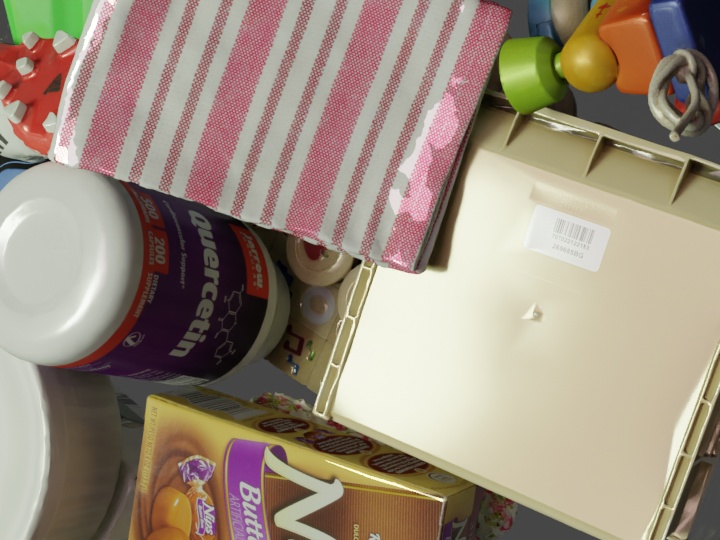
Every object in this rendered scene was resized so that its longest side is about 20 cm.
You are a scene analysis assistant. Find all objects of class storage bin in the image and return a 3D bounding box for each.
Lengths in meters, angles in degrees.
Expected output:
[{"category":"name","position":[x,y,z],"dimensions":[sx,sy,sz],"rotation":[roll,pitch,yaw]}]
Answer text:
[{"category":"storage bin","position":[0.104,0.022,0.735],"dimensions":[0.200,0.094,0.199],"rotation":[22,98,22]}]

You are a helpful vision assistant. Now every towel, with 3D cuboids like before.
[{"category":"towel","position":[-0.039,-0.093,0.682],"dimensions":[0.199,0.030,0.147],"rotation":[18,98,-9]}]

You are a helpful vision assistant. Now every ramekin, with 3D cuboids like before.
[{"category":"ramekin","position":[-0.237,0.107,0.857],"dimensions":[0.202,0.094,0.203],"rotation":[-4,82,30]}]

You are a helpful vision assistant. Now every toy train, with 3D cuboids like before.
[{"category":"toy train","position":[0.115,-0.100,0.652],"dimensions":[0.115,0.200,0.085],"rotation":[-10,116,33]}]

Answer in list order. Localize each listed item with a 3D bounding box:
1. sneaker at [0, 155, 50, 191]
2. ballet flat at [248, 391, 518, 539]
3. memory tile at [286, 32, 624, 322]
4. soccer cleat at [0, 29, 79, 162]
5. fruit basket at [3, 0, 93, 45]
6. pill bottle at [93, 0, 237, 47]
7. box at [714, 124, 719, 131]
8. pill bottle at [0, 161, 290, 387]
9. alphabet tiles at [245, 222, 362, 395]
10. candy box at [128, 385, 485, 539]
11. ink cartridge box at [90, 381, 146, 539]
[{"category":"sneaker","position":[-0.218,-0.089,0.928],"dimensions":[0.200,0.070,0.078],"rotation":[32,110,63]},{"category":"ballet flat","position":[-0.005,0.127,0.830],"dimensions":[0.200,0.064,0.076],"rotation":[11,106,32]},{"category":"memory tile","position":[0.055,-0.036,0.822],"dimensions":[0.153,0.017,0.200],"rotation":[47,106,23]},{"category":"soccer cleat","position":[-0.187,-0.095,0.808],"dimensions":[0.200,0.085,0.069],"rotation":[16,69,41]},{"category":"fruit basket","position":[-0.117,-0.230,0.850],"dimensions":[0.215,0.156,0.216],"rotation":[2,109,6]},{"category":"pill bottle","position":[-0.070,-0.126,0.749],"dimensions":[0.111,0.111,0.200],"rotation":[-38,112,24]},{"category":"box","position":[0.191,-0.171,0.742],"dimensions":[0.200,0.038,0.137],"rotation":[48,111,24]},{"category":"pill bottle","position":[-0.125,0.009,0.819],"dimensions":[0.112,0.200,0.113],"rotation":[-5,79,28]},{"category":"alphabet tiles","position":[0.000,0.000,0.869],"dimensions":[0.200,0.006,0.167],"rotation":[31,102,29]},{"category":"candy box","position":[-0.036,0.147,0.781],"dimensions":[0.200,0.056,0.117],"rotation":[14,100,27]},{"category":"ink cartridge box","position":[-0.219,0.142,0.948],"dimensions":[0.200,0.084,0.146],"rotation":[35,105,29]}]
